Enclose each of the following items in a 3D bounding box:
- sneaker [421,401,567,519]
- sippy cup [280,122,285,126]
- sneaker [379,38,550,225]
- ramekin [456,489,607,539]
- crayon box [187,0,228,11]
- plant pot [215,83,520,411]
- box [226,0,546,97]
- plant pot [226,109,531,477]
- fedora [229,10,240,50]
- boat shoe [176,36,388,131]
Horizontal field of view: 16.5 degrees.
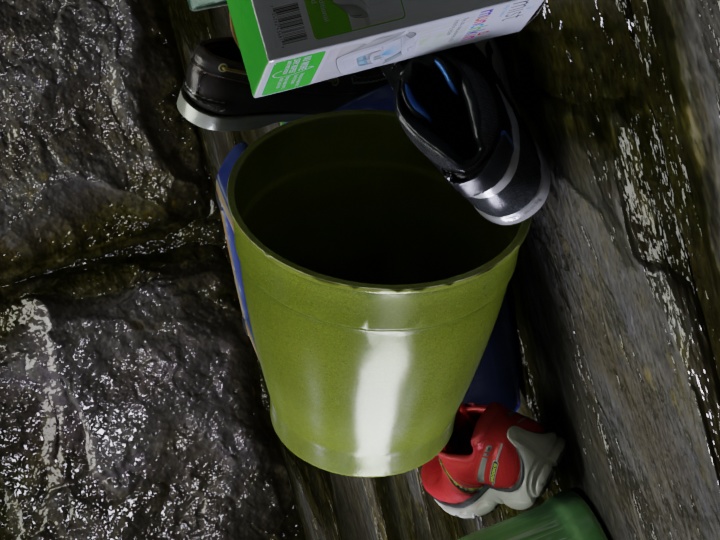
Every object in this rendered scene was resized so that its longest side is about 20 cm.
[{"bbox_3d":[0.082,0.124,1.784,0.085,0.077,0.200,37,161,-9],"label":"sneaker"},{"bbox_3d":[-0.036,-0.068,2.196,0.178,0.139,0.131,38,145,20],"label":"sippy cup"},{"bbox_3d":[0.048,-0.129,1.560,0.201,0.073,0.112,59,-169,31],"label":"sneaker"},{"bbox_3d":[0.130,0.263,1.739,0.200,0.097,0.201,164,90,-82],"label":"ramekin"},{"bbox_3d":[-0.072,-0.276,1.568,0.051,0.125,0.201,-3,103,46],"label":"crayon box"},{"bbox_3d":[0.000,0.000,1.857,0.200,0.179,0.201,-117,15,-55],"label":"plant pot"},{"bbox_3d":[-0.002,-0.226,1.459,0.097,0.175,0.201,132,122,-77],"label":"box"},{"bbox_3d":[0.006,0.027,1.669,0.201,0.199,0.194,-115,23,-49],"label":"plant pot"},{"bbox_3d":[-0.061,-0.251,1.794,0.200,0.081,0.202,-30,51,47],"label":"fedora"},{"bbox_3d":[-0.045,-0.152,1.899,0.072,0.200,0.061,47,135,38],"label":"boat shoe"}]
